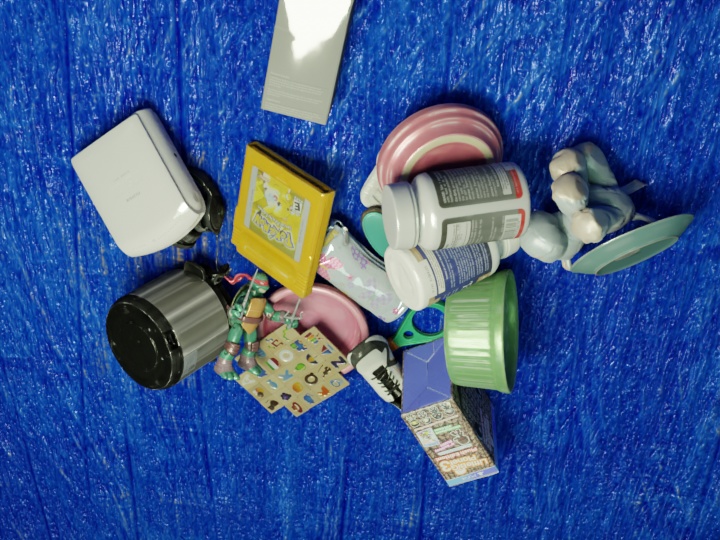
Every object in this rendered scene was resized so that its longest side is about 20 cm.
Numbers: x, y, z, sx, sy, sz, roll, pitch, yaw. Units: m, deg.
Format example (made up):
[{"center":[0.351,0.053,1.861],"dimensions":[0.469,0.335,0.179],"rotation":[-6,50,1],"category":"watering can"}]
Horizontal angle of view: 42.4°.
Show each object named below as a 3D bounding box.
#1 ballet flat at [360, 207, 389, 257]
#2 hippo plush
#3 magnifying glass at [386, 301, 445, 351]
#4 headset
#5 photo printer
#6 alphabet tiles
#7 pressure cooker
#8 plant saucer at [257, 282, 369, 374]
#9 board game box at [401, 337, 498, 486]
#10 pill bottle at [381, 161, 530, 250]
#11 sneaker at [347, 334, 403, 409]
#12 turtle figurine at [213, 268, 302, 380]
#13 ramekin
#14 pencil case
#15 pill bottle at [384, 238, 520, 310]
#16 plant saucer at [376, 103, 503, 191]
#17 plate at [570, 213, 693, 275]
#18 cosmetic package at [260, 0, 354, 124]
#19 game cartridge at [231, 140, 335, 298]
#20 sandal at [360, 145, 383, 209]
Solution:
[{"center":[0.070,-0.037,1.518],"dimensions":[0.068,0.069,0.200],"rotation":[-29,116,26],"category":"ballet flat"},{"center":[0.323,-0.094,1.428],"dimensions":[0.161,0.199,0.160],"rotation":[-36,70,46],"category":"hippo plush"},{"center":[0.079,0.115,1.648],"dimensions":[0.199,0.022,0.080],"rotation":[-35,113,24],"category":"magnifying glass"},{"center":[-0.276,-0.075,1.526],"dimensions":[0.123,0.094,0.201],"rotation":[-27,104,23],"category":"headset"},{"center":[-0.348,-0.130,1.475],"dimensions":[0.166,0.069,0.201],"rotation":[-27,93,23],"category":"photo printer"},{"center":[-0.121,0.178,1.644],"dimensions":[0.199,0.006,0.166],"rotation":[-34,113,26],"category":"alphabet tiles"},{"center":[-0.309,0.091,1.584],"dimensions":[0.175,0.200,0.179],"rotation":[-26,96,44],"category":"pressure cooker"},{"center":[-0.082,0.099,1.630],"dimensions":[0.199,0.051,0.202],"rotation":[4,124,6],"category":"plant saucer"},{"center":[0.157,0.246,1.627],"dimensions":[0.096,0.160,0.201],"rotation":[-21,124,19],"category":"board game box"},{"center":[0.137,-0.091,1.353],"dimensions":[0.198,0.114,0.115],"rotation":[-8,124,-10],"category":"pill bottle"},{"center":[0.043,0.178,1.608],"dimensions":[0.074,0.080,0.200],"rotation":[-37,145,5],"category":"sneaker"},{"center":[-0.176,0.079,1.537],"dimensions":[0.149,0.101,0.201],"rotation":[5,113,-41],"category":"turtle figurine"},{"center":[0.199,0.098,1.518],"dimensions":[0.097,0.200,0.201],"rotation":[0,123,17],"category":"ramekin"},{"center":[0.000,0.000,1.544],"dimensions":[0.200,0.083,0.091],"rotation":[39,107,-17],"category":"pencil case"},{"center":[0.146,-0.026,1.447],"dimensions":[0.199,0.111,0.112],"rotation":[-25,124,-19],"category":"pill bottle"},{"center":[0.125,-0.155,1.405],"dimensions":[0.199,0.051,0.201],"rotation":[-9,134,-9],"category":"plant saucer"},{"center":[0.418,-0.031,1.418],"dimensions":[0.199,0.200,0.026],"rotation":[-27,75,22],"category":"plate"},{"center":[-0.074,-0.325,1.343],"dimensions":[0.106,0.090,0.201],"rotation":[15,121,-2],"category":"cosmetic package"},{"center":[-0.131,-0.080,1.487],"dimensions":[0.176,0.032,0.201],"rotation":[34,127,26],"category":"game cartridge"},{"center":[0.063,-0.179,1.434],"dimensions":[0.082,0.050,0.203],"rotation":[23,123,-36],"category":"sandal"}]
